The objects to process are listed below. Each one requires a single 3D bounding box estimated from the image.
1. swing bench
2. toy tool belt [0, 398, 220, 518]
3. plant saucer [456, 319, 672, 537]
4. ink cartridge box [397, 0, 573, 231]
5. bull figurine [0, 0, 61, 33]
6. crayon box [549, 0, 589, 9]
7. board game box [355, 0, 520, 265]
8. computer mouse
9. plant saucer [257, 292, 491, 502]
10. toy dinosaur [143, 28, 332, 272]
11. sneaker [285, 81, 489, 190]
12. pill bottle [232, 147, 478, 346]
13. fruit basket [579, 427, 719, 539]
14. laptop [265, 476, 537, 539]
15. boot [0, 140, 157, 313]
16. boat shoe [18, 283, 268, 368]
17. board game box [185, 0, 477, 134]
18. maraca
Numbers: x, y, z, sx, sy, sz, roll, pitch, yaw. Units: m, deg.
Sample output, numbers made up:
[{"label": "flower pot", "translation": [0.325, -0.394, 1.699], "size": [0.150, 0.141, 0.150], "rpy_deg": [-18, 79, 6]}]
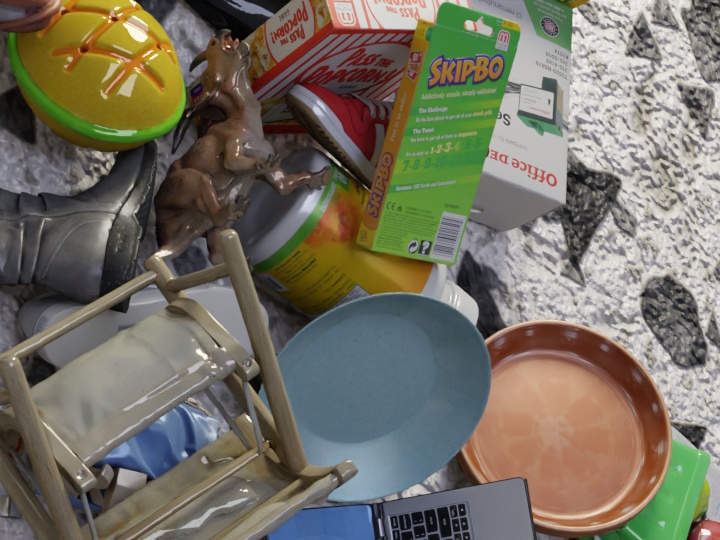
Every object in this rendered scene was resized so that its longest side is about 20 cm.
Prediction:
[{"label": "swing bench", "translation": [-0.143, 0.111, 1.437], "size": [0.198, 0.129, 0.201], "rpy_deg": [-31, 98, -32]}, {"label": "toy tool belt", "translation": [-0.182, 0.128, 1.541], "size": [0.199, 0.123, 0.126], "rpy_deg": [15, 66, -34]}, {"label": "plant saucer", "translation": [0.172, 0.139, 1.839], "size": [0.198, 0.032, 0.202], "rpy_deg": [6, 59, -10]}, {"label": "ink cartridge box", "translation": [0.111, -0.155, 1.895], "size": [0.145, 0.084, 0.202], "rpy_deg": [17, 65, -33]}, {"label": "bull figurine", "translation": [-0.275, -0.238, 1.589], "size": [0.120, 0.066, 0.201], "rpy_deg": [-7, 34, -7]}, {"label": "crayon box", "translation": [0.138, -0.278, 1.930], "size": [0.199, 0.127, 0.051], "rpy_deg": [19, 65, -32]}, {"label": "board game box", "translation": [0.063, -0.108, 1.670], "size": [0.095, 0.030, 0.202], "rpy_deg": [10, 102, -42]}, {"label": "computer mouse", "translation": [-0.102, -0.237, 1.772], "size": [0.200, 0.053, 0.139], "rpy_deg": [37, 55, -24]}, {"label": "plant saucer", "translation": [0.006, 0.095, 1.699], "size": [0.200, 0.202, 0.039], "rpy_deg": [23, 20, -31]}, {"label": "toy dinosaur", "translation": [-0.118, -0.074, 1.635], "size": [0.200, 0.135, 0.086], "rpy_deg": [-53, 148, -18]}, {"label": "sneaker", "translation": [0.029, -0.122, 1.725], "size": [0.113, 0.071, 0.200], "rpy_deg": [-49, 133, 1]}, {"label": "pill bottle", "translation": [0.000, 0.000, 1.737], "size": [0.200, 0.111, 0.112], "rpy_deg": [39, 55, -23]}, {"label": "fruit basket", "translation": [0.287, 0.248, 1.913], "size": [0.200, 0.093, 0.186], "rpy_deg": [44, 53, -30]}, {"label": "laptop", "translation": [0.044, 0.270, 1.682], "size": [0.116, 0.198, 0.189], "rpy_deg": [35, 44, -75]}, {"label": "boot", "translation": [-0.225, -0.049, 1.594], "size": [0.130, 0.070, 0.201], "rpy_deg": [10, 31, -3]}, {"label": "boat shoe", "translation": [-0.167, 0.040, 1.621], "size": [0.199, 0.068, 0.073], "rpy_deg": [-8, 114, -32]}, {"label": "board game box", "translation": [-0.025, -0.171, 1.713], "size": [0.151, 0.200, 0.047], "rpy_deg": [-5, 71, -39]}, {"label": "maraca", "translation": [-0.211, -0.170, 1.628], "size": [0.136, 0.107, 0.201], "rpy_deg": [-5, 50, -36]}]
